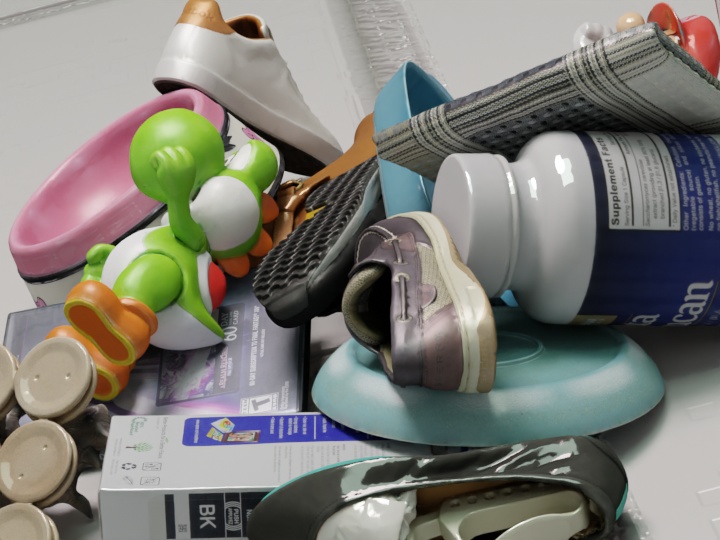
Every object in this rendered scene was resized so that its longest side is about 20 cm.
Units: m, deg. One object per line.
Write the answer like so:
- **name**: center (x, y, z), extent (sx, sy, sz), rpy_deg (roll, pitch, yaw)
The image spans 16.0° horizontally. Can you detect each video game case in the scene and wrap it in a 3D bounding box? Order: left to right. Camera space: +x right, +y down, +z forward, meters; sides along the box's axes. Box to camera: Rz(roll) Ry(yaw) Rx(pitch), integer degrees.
- **video game case**: center (-0.129, 0.061, 1.578), extent (0.200, 0.019, 0.143), rpy_deg (-10, 40, 9)

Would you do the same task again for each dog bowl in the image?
- **dog bowl**: center (-0.151, -0.043, 1.726), extent (0.200, 0.074, 0.200), rpy_deg (-33, 23, 15)

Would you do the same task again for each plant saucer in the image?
- **plant saucer**: center (0.072, 0.054, 1.451), extent (0.200, 0.027, 0.200), rpy_deg (-2, 15, 1)

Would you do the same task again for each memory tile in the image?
- **memory tile**: center (-0.247, 0.112, 1.466), extent (0.200, 0.017, 0.154), rpy_deg (-2, 64, 26)

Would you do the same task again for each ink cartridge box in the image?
- **ink cartridge box**: center (-0.040, 0.111, 1.394), extent (0.200, 0.039, 0.099), rpy_deg (-2, 20, 1)

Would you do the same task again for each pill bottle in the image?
- **pill bottle**: center (0.146, -0.024, 1.467), extent (0.200, 0.111, 0.111), rpy_deg (1, 19, -14)

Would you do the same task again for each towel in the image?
- **towel**: center (0.134, -0.072, 1.522), extent (0.192, 0.035, 0.200), rpy_deg (-21, -25, 26)

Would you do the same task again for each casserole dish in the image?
- **casserole dish**: center (0.051, -0.046, 1.619), extent (0.039, 0.121, 0.200), rpy_deg (-30, 38, 18)

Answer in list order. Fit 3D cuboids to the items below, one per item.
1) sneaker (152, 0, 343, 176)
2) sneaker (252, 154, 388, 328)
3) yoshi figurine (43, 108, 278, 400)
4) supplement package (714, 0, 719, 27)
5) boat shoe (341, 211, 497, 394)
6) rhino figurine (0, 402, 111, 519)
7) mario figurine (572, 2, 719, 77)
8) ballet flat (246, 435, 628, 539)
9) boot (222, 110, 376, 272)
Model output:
- **sneaker**: center (-0.065, -0.131, 1.827), extent (0.073, 0.200, 0.085), rpy_deg (5, 72, 34)
- **sneaker**: center (0.000, 0.000, 1.580), extent (0.070, 0.090, 0.200), rpy_deg (-29, 14, 24)
- **yoshi figurine**: center (-0.130, -0.025, 1.579), extent (0.112, 0.112, 0.200), rpy_deg (8, 44, 31)
- **supplement package**: center (0.296, -0.175, 1.689), extent (0.120, 0.200, 0.121), rpy_deg (-11, 21, 7)
- **boat shoe**: center (0.021, 0.016, 1.419), extent (0.065, 0.072, 0.200), rpy_deg (-1, 21, -15)
- **rhino figurine**: center (-0.216, 0.108, 1.499), extent (0.200, 0.060, 0.088), rpy_deg (0, 64, 30)
- **mario figurine**: center (0.160, -0.133, 1.792), extent (0.200, 0.106, 0.124), rpy_deg (-28, 59, -14)
- **ballet flat**: center (0.038, 0.127, 1.309), extent (0.200, 0.068, 0.068), rpy_deg (-13, 31, 5)
- **boot**: center (-0.032, -0.048, 1.761), extent (0.154, 0.074, 0.200), rpy_deg (-19, 19, 0)
